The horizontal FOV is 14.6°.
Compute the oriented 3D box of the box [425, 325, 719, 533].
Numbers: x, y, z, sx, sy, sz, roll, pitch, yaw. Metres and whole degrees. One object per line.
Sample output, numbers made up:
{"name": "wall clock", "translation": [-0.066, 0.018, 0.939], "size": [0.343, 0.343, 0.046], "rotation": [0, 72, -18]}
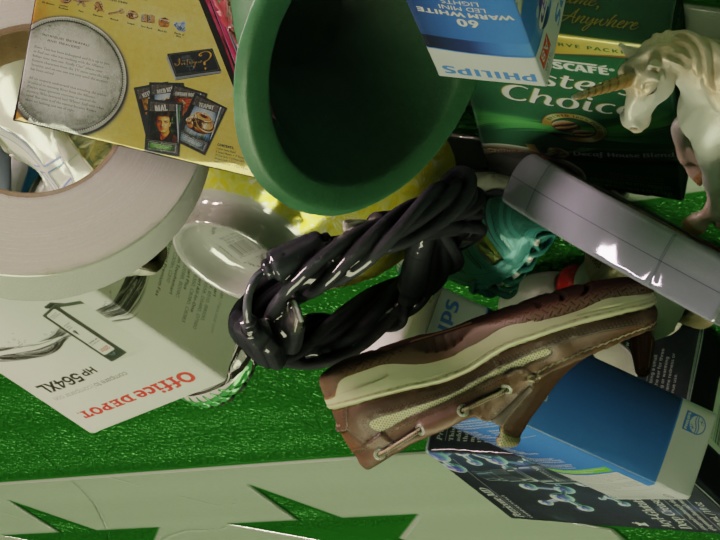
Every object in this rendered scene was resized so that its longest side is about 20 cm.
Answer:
{"name": "box", "translation": [0.171, 0.110, 1.991], "size": [0.199, 0.108, 0.148], "rotation": [2, 158, 32]}

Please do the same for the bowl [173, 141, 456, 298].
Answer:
{"name": "bowl", "translation": [-0.054, -0.046, 1.651], "size": [0.199, 0.108, 0.200], "rotation": [21, 152, 11]}

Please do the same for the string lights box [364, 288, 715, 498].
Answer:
{"name": "string lights box", "translation": [0.106, 0.079, 1.732], "size": [0.199, 0.059, 0.103], "rotation": [25, 167, -19]}

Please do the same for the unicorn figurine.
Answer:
{"name": "unicorn figurine", "translation": [0.202, -0.066, 1.453], "size": [0.199, 0.074, 0.138], "rotation": [4, 143, 1]}

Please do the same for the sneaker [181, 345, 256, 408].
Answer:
{"name": "sneaker", "translation": [-0.152, 0.054, 2.092], "size": [0.199, 0.078, 0.085], "rotation": [-3, 154, 40]}

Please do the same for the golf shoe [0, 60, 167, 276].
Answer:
{"name": "golf shoe", "translation": [-0.165, -0.075, 1.688], "size": [0.097, 0.078, 0.201], "rotation": [17, 145, 28]}

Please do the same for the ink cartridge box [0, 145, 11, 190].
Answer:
{"name": "ink cartridge box", "translation": [-0.274, -0.064, 1.724], "size": [0.119, 0.201, 0.042], "rotation": [8, -158, 14]}

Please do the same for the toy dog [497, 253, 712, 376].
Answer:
{"name": "toy dog", "translation": [0.156, 0.034, 1.812], "size": [0.131, 0.097, 0.200], "rotation": [15, 160, -5]}

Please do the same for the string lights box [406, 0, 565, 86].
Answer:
{"name": "string lights box", "translation": [0.052, -0.176, 1.300], "size": [0.059, 0.103, 0.200], "rotation": [6, 160, 17]}

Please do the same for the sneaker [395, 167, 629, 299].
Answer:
{"name": "sneaker", "translation": [0.090, -0.023, 1.706], "size": [0.077, 0.080, 0.199], "rotation": [-3, 177, -38]}

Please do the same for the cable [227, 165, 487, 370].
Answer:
{"name": "cable", "translation": [0.000, 0.000, 1.584], "size": [0.051, 0.163, 0.200], "rotation": [55, 177, 14]}

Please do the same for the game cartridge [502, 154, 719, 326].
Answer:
{"name": "game cartridge", "translation": [0.168, -0.006, 1.525], "size": [0.133, 0.041, 0.200], "rotation": [19, -171, -37]}

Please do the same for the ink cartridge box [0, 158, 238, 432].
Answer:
{"name": "ink cartridge box", "translation": [-0.195, 0.012, 1.863], "size": [0.146, 0.085, 0.200], "rotation": [-22, 133, 40]}

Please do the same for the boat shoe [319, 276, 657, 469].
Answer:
{"name": "boat shoe", "translation": [0.080, 0.063, 1.603], "size": [0.201, 0.075, 0.075], "rotation": [-18, -177, 19]}

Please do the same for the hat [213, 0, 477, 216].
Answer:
{"name": "hat", "translation": [-0.050, -0.151, 1.450], "size": [0.176, 0.165, 0.201], "rotation": [32, 137, 41]}

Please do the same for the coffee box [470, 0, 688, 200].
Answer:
{"name": "coffee box", "translation": [0.119, -0.103, 1.540], "size": [0.122, 0.044, 0.200], "rotation": [9, 159, 11]}

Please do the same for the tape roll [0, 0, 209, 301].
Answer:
{"name": "tape roll", "translation": [-0.181, -0.082, 1.563], "size": [0.201, 0.204, 0.037], "rotation": [12, 157, 4]}

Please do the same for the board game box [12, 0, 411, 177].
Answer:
{"name": "board game box", "translation": [-0.076, -0.124, 1.500], "size": [0.199, 0.136, 0.035], "rotation": [14, -157, 0]}
